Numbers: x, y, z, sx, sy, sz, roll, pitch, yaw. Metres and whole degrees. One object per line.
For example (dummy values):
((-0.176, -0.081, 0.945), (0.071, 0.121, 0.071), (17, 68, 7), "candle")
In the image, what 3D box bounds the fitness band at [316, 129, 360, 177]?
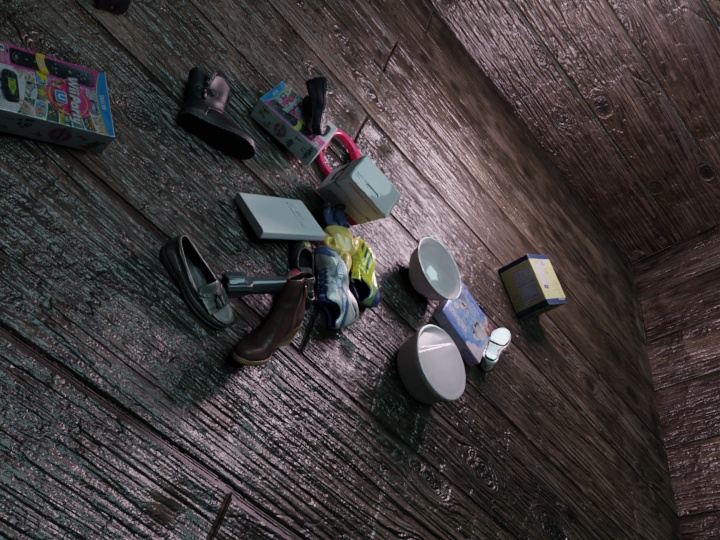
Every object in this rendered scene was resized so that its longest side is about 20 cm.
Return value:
((-0.064, -0.330, 1.678), (0.144, 0.037, 0.202), (45, 39, -23), "fitness band")

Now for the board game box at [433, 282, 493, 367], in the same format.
((0.326, 0.161, 1.790), (0.201, 0.043, 0.199), (54, 37, -8), "board game box")

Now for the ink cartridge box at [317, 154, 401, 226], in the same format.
((-0.005, -0.205, 1.507), (0.145, 0.199, 0.084), (45, 68, -19), "ink cartridge box")

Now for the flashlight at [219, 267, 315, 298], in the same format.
((-0.196, 0.027, 1.210), (0.197, 0.068, 0.069), (0, 55, -30), "flashlight")

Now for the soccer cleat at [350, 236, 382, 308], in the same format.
((0.001, 0.000, 1.492), (0.083, 0.064, 0.203), (9, 60, -50), "soccer cleat")

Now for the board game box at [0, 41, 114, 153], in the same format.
((-0.559, -0.308, 1.027), (0.198, 0.064, 0.150), (6, 62, -49), "board game box")

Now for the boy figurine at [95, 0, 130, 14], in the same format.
((-0.572, -0.678, 1.286), (0.123, 0.064, 0.203), (-3, 71, -48), "boy figurine")

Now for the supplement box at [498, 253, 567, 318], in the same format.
((0.658, 0.060, 2.183), (0.198, 0.133, 0.203), (1, 65, -50), "supplement box")

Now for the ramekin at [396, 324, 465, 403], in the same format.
((0.181, 0.254, 1.506), (0.201, 0.094, 0.205), (29, 46, -35), "ramekin")

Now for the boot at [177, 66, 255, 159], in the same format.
((-0.325, -0.376, 1.355), (0.198, 0.076, 0.171), (26, 51, -29), "boot")

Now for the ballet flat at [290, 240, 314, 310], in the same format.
((-0.127, 0.002, 1.345), (0.066, 0.056, 0.203), (24, 48, -39), "ballet flat")

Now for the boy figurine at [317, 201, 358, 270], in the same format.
((-0.054, -0.074, 1.466), (0.123, 0.064, 0.203), (3, 65, -34), "boy figurine")

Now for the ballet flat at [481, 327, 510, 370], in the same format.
((0.426, 0.253, 1.833), (0.070, 0.069, 0.200), (55, 37, -5), "ballet flat")

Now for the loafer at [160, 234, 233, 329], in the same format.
((-0.308, 0.023, 1.106), (0.201, 0.063, 0.072), (55, 36, -6), "loafer")

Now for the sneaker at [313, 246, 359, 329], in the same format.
((-0.070, 0.041, 1.364), (0.088, 0.075, 0.203), (-21, 86, -50), "sneaker")

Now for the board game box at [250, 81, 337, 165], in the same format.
((-0.175, -0.396, 1.535), (0.199, 0.064, 0.148), (39, 39, -8), "board game box")

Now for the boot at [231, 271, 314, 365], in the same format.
((-0.171, 0.089, 1.139), (0.072, 0.169, 0.199), (27, 20, 18), "boot")

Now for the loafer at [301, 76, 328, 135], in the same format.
((-0.122, -0.437, 1.527), (0.069, 0.069, 0.203), (87, 2, -56), "loafer")

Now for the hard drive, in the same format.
((-0.188, -0.125, 1.356), (0.198, 0.027, 0.133), (0, 46, -51), "hard drive")

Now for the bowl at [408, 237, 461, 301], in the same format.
((0.207, 0.011, 1.711), (0.200, 0.090, 0.204), (31, 44, -34), "bowl")
